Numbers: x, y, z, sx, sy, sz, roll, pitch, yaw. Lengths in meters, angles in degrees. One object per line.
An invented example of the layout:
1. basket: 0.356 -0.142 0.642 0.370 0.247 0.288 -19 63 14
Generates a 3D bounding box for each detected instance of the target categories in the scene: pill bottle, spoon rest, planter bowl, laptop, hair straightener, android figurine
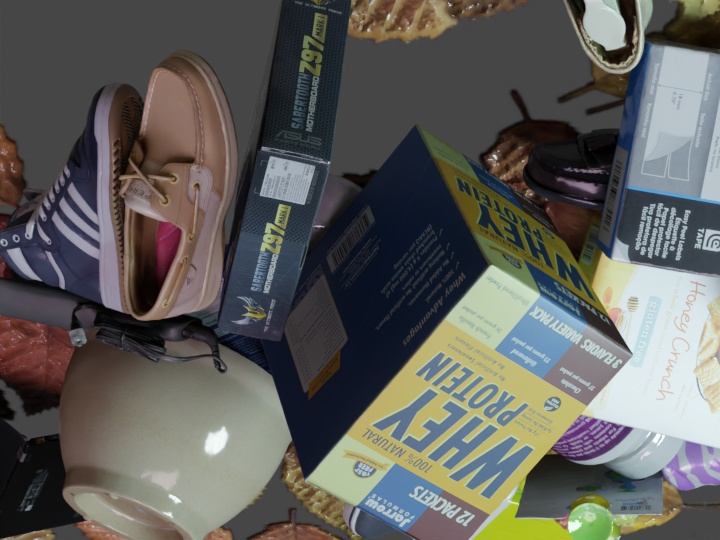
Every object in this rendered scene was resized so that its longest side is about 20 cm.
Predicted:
1. pill bottle: 0.163 0.082 1.483 0.200 0.113 0.112 35 134 -30
2. spoon rest: 0.000 0.000 1.461 0.099 0.061 0.200 -22 120 30
3. planter bowl: -0.162 0.145 1.547 0.199 0.135 0.201 17 155 8
4. laptop: -0.313 0.150 1.724 0.199 0.116 0.188 -8 151 -30
5. hair straightener: -0.197 0.046 1.460 0.199 0.077 0.041 20 123 7
6. android figurine: 0.129 0.227 1.729 0.199 0.041 0.182 18 141 -15

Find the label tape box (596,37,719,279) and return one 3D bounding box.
1. label tape box: 0.269 -0.066 1.257 0.198 0.063 0.145 9 99 -3

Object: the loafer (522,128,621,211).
1. loafer: 0.213 -0.080 1.320 0.198 0.072 0.063 4 123 -6

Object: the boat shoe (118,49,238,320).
1. boat shoe: -0.134 -0.053 1.336 0.073 0.069 0.201 23 123 35

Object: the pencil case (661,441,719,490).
1. pencil case: 0.334 0.122 1.538 0.199 0.085 0.085 -15 160 27

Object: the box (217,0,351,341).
1. box: -0.052 -0.074 1.281 0.051 0.159 0.201 12 143 -6

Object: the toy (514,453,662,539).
1. toy: 0.191 0.190 1.563 0.114 0.048 0.200 -3 -175 10

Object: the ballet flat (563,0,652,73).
1. ballet flat: 0.141 -0.201 1.168 0.067 0.063 0.200 -11 138 21

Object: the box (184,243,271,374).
1. box: -0.117 0.039 1.535 0.121 0.033 0.200 -22 132 32

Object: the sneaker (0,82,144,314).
1. sneaker: -0.213 -0.058 1.397 0.108 0.070 0.201 15 133 12

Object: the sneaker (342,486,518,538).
1. sneaker: 0.072 0.170 1.573 0.200 0.080 0.078 -44 149 18

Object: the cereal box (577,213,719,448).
1. cereal box: 0.244 0.052 1.409 0.199 0.145 0.040 14 -174 -18

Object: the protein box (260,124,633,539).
1. protein box: 0.050 0.047 1.331 0.134 0.200 0.199 31 109 -28
